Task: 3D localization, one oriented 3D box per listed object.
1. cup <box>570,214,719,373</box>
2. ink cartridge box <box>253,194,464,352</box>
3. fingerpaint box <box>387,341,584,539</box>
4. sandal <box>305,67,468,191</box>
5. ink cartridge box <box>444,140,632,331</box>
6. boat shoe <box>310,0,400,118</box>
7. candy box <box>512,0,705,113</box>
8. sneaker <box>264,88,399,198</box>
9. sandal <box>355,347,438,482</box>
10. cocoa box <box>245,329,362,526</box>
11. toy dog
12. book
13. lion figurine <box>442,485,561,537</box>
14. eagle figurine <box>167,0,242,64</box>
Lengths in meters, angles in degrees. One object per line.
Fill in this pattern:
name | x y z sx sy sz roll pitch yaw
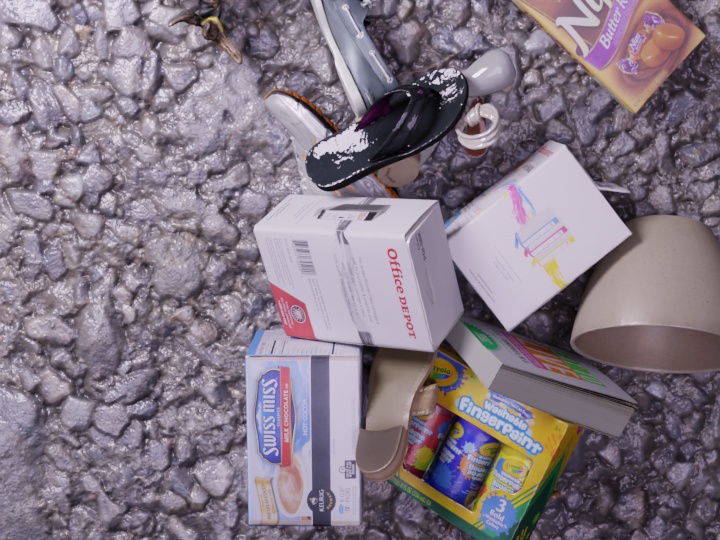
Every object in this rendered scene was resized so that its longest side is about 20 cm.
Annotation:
cup | 0.340 0.022 1.528 0.199 0.200 0.144 8 72 -3
ink cartridge box | 0.000 0.000 1.489 0.199 0.083 0.148 5 123 32
fingerpaint box | 0.128 0.199 1.552 0.199 0.073 0.168 30 100 25
sandal | 0.028 -0.151 1.453 0.200 0.048 0.076 -32 63 8
ink cartridge box | 0.200 -0.051 1.526 0.200 0.129 0.125 -39 97 5
boat shoe | -0.012 -0.272 1.504 0.061 0.073 0.201 -20 88 0
candy box | 0.272 -0.286 1.523 0.200 0.056 0.117 41 97 -6
sneaker | -0.048 -0.115 1.539 0.092 0.076 0.200 -42 97 10
sandal | 0.050 0.152 1.515 0.077 0.213 0.070 -5 139 30
cocoa box | -0.062 0.177 1.557 0.130 0.133 0.202 0 100 1
toy dog | 0.093 -0.159 1.518 0.199 0.096 0.133 -13 60 29
book | 0.194 0.111 1.516 0.199 0.134 0.048 19 107 -31
lion figurine | 0.162 0.226 1.605 0.199 0.072 0.123 -26 89 8
eagle figurine | -0.132 -0.346 1.469 0.151 0.151 0.201 30 110 13
